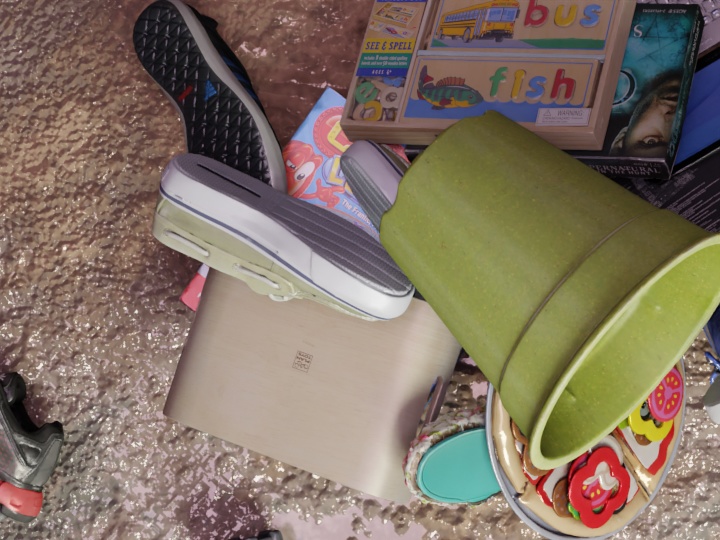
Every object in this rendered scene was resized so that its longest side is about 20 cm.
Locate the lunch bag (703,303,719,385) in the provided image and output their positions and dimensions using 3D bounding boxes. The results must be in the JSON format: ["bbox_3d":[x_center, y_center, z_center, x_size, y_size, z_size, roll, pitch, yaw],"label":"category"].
[{"bbox_3d":[0.337,0.029,1.641,0.199,0.132,0.136,-33,104,4],"label":"lunch bag"}]

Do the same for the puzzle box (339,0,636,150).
[{"bbox_3d":[0.093,-0.152,1.649,0.199,0.025,0.134,3,62,24],"label":"puzzle box"}]

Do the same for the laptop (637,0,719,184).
[{"bbox_3d":[0.241,-0.188,1.664,0.177,0.103,0.201,-30,86,7],"label":"laptop"}]

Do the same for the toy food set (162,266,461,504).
[{"bbox_3d":[-0.036,0.068,1.658,0.199,0.060,0.144,19,90,14],"label":"toy food set"}]

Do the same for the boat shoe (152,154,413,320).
[{"bbox_3d":[-0.056,-0.013,1.606,0.199,0.072,0.062,30,118,14],"label":"boat shoe"}]

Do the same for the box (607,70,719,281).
[{"bbox_3d":[0.278,-0.080,1.640,0.199,0.160,0.044,-34,127,3],"label":"box"}]

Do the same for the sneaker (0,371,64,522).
[{"bbox_3d":[-0.309,0.102,1.726,0.200,0.071,0.098,34,92,3],"label":"sneaker"}]

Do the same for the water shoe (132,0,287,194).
[{"bbox_3d":[-0.095,-0.118,1.692,0.071,0.079,0.201,-35,71,26],"label":"water shoe"}]

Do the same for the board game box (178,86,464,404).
[{"bbox_3d":[0.000,0.000,1.708,0.199,0.056,0.196,35,92,5],"label":"board game box"}]

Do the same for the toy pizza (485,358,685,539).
[{"bbox_3d":[0.171,0.098,1.640,0.199,0.032,0.202,-4,97,-38],"label":"toy pizza"}]

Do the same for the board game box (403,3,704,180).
[{"bbox_3d":[0.140,-0.133,1.651,0.199,0.028,0.136,3,62,23],"label":"board game box"}]

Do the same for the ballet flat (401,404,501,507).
[{"bbox_3d":[0.095,0.125,1.649,0.064,0.199,0.076,28,116,45],"label":"ballet flat"}]

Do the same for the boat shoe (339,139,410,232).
[{"bbox_3d":[0.068,-0.024,1.649,0.062,0.072,0.200,-43,92,-16],"label":"boat shoe"}]

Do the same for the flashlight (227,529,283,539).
[{"bbox_3d":[-0.066,0.297,1.698,0.068,0.068,0.201,-16,85,9],"label":"flashlight"}]

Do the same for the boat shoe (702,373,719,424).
[{"bbox_3d":[0.328,0.055,1.546,0.200,0.071,0.070,-36,101,-2],"label":"boat shoe"}]

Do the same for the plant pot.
[{"bbox_3d":[0.119,-0.005,1.526,0.190,0.200,0.200,43,92,22],"label":"plant pot"}]
